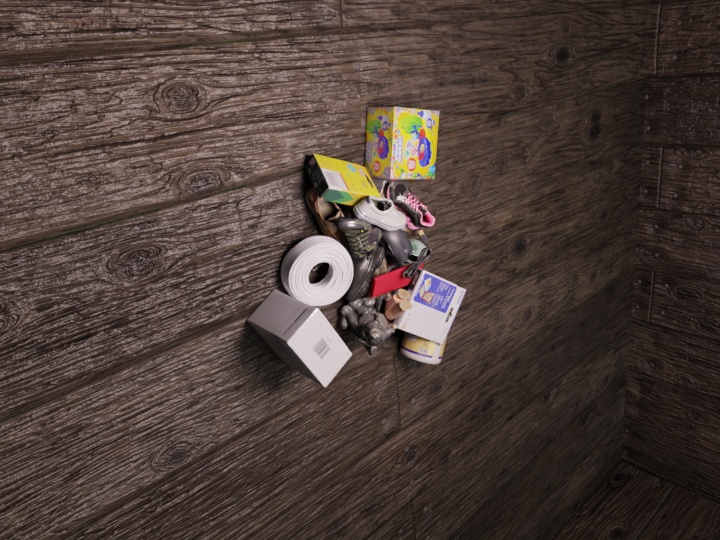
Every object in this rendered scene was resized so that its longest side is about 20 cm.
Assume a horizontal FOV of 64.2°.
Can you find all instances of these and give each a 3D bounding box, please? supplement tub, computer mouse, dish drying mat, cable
[{"bbox_3d":[0.224,0.201,1.939,0.145,0.145,0.202,13,92,-44],"label":"supplement tub"},{"bbox_3d":[0.140,-0.087,1.705,0.140,0.046,0.201,-44,111,-22],"label":"computer mouse"},{"bbox_3d":[0.112,0.025,1.755,0.199,0.018,0.077,-19,131,-34],"label":"dish drying mat"},{"bbox_3d":[-0.117,0.006,1.586,0.199,0.069,0.201,-29,125,-12],"label":"cable"}]

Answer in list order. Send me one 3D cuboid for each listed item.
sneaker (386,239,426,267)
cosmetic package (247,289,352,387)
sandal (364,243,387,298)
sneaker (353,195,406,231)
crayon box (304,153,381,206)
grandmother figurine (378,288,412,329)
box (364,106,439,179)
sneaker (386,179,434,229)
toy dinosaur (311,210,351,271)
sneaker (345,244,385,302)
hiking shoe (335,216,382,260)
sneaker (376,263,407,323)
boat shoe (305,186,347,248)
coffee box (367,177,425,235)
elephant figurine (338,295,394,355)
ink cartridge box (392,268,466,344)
[{"bbox_3d":[0.159,-0.048,1.820,0.199,0.118,0.074,6,115,-41],"label":"sneaker"},{"bbox_3d":[-0.163,0.179,1.529,0.123,0.199,0.200,-48,129,-19],"label":"cosmetic package"},{"bbox_3d":[0.044,-0.013,1.772,0.079,0.054,0.202,-1,92,1],"label":"sandal"},{"bbox_3d":[0.071,-0.161,1.606,0.199,0.071,0.074,5,57,-47],"label":"sneaker"},{"bbox_3d":[-0.046,-0.242,1.578,0.199,0.128,0.051,5,140,-43],"label":"crayon box"},{"bbox_3d":[0.086,0.127,1.773,0.060,0.200,0.122,17,53,-21],"label":"grandmother figurine"},{"bbox_3d":[0.121,-0.375,1.702,0.191,0.121,0.202,-9,107,-40],"label":"box"},{"bbox_3d":[0.155,-0.193,1.690,0.200,0.095,0.079,44,72,-39],"label":"sneaker"},{"bbox_3d":[-0.066,-0.073,1.661,0.088,0.047,0.201,30,81,-28],"label":"toy dinosaur"},{"bbox_3d":[0.000,0.000,1.708,0.201,0.090,0.076,-62,166,-17],"label":"sneaker"},{"bbox_3d":[-0.005,-0.084,1.572,0.199,0.075,0.102,20,81,-56],"label":"hiking shoe"},{"bbox_3d":[0.107,0.084,1.837,0.080,0.086,0.202,-11,109,-39],"label":"sneaker"},{"bbox_3d":[-0.079,-0.139,1.584,0.076,0.072,0.200,-43,115,-11],"label":"boat shoe"},{"bbox_3d":[0.096,-0.194,1.755,0.199,0.079,0.115,19,88,-44],"label":"coffee box"},{"bbox_3d":[0.030,0.180,1.700,0.154,0.200,0.142,-1,122,-37],"label":"elephant figurine"},{"bbox_3d":[0.220,0.116,1.824,0.199,0.047,0.199,23,92,-35],"label":"ink cartridge box"}]
